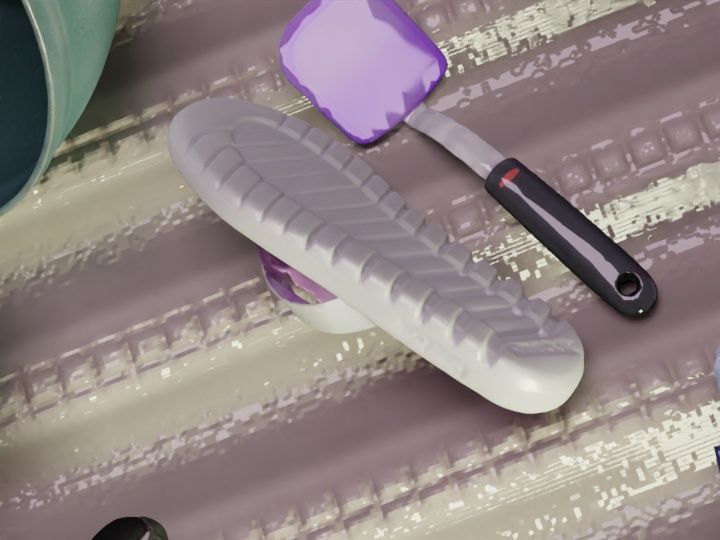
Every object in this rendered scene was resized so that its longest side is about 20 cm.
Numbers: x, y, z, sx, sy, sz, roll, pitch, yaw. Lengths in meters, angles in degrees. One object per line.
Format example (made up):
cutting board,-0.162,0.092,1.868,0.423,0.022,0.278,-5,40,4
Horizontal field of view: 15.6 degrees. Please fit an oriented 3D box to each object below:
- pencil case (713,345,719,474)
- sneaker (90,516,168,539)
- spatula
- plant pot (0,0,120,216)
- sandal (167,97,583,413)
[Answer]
pencil case,0.225,0.047,0.930,0.198,0.083,0.091,-10,85,9
sneaker,-0.148,0.167,0.979,0.090,0.070,0.201,25,76,21
spatula,0.045,-0.046,1.058,0.056,0.021,0.200,-43,63,-9
plant pot,-0.176,-0.135,1.079,0.199,0.201,0.134,17,43,22
sandal,-0.005,0.001,1.030,0.202,0.082,0.050,38,122,25
